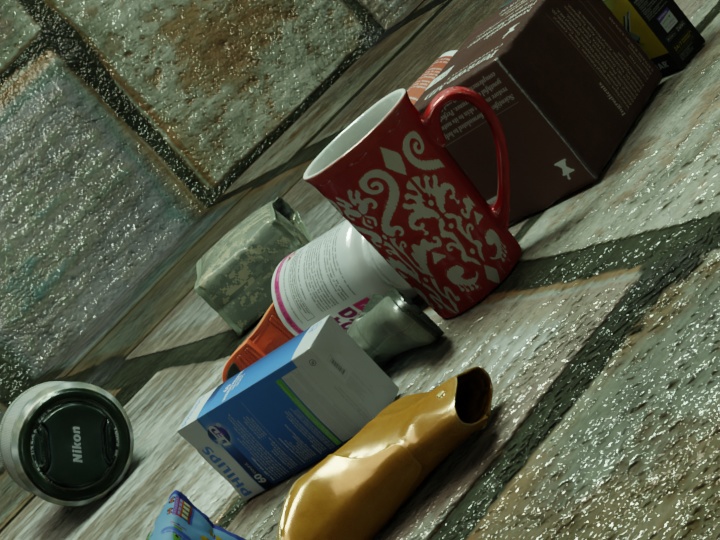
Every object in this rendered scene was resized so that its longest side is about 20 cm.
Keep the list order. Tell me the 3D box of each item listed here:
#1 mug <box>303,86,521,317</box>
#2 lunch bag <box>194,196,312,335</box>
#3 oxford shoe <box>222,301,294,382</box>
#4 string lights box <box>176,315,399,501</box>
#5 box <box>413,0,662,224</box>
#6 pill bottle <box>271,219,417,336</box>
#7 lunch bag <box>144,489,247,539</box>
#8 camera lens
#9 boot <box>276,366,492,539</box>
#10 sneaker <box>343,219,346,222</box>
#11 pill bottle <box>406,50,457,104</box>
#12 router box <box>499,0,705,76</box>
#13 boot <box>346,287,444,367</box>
[{"bbox_3d":[0.070,-0.069,1.417,0.177,0.200,0.134,-30,16,41],"label":"mug"},{"bbox_3d":[-0.154,-0.017,2.138,0.164,0.118,0.200,-41,17,8],"label":"lunch bag"},{"bbox_3d":[-0.093,0.068,1.765,0.200,0.071,0.073,-42,7,2],"label":"oxford shoe"},{"bbox_3d":[-0.072,0.135,1.384,0.200,0.103,0.059,-32,17,36],"label":"string lights box"},{"bbox_3d":[0.184,-0.183,1.540,0.166,0.164,0.200,-28,19,48],"label":"box"},{"bbox_3d":[0.000,0.000,1.602,0.200,0.113,0.113,-30,17,45],"label":"pill bottle"},{"bbox_3d":[-0.187,0.310,1.209,0.200,0.094,0.151,-49,13,12],"label":"lunch bag"},{"bbox_3d":[-0.399,0.229,1.942,0.160,0.160,0.200,-46,13,-18],"label":"camera lens"},{"bbox_3d":[0.024,0.148,1.112,0.144,0.071,0.201,-37,8,34],"label":"boot"},{"bbox_3d":[0.051,-0.069,1.769,0.202,0.077,0.146,-46,15,-12],"label":"sneaker"},{"bbox_3d":[0.126,-0.236,2.029,0.200,0.112,0.112,-48,13,-23],"label":"pill bottle"},{"bbox_3d":[0.268,-0.277,1.624,0.052,0.157,0.200,-46,12,-22],"label":"router box"},{"bbox_3d":[0.007,0.088,1.426,0.131,0.068,0.200,-49,6,-10],"label":"boot"}]
